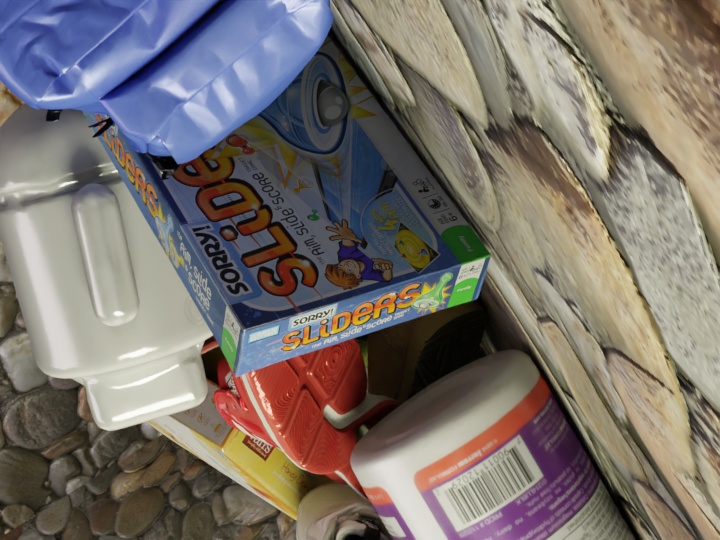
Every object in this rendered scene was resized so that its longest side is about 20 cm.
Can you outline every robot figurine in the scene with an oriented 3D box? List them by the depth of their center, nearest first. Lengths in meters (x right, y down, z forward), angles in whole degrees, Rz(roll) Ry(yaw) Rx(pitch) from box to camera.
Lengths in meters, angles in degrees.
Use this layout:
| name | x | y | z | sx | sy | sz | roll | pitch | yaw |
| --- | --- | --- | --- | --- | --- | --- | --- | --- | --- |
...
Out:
| name | x | y | z | sx | sy | sz | roll | pitch | yaw |
| --- | --- | --- | --- | --- | --- | --- | --- | --- | --- |
| robot figurine | -0.140 | -0.018 | 0.858 | 0.170 | 0.112 | 0.202 | -149 | 44 | -76 |

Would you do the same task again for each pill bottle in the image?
| name | x | y | z | sx | sy | sz | roll | pitch | yaw |
| --- | --- | --- | --- | --- | --- | --- | --- | --- | --- |
| pill bottle | 0.089 | 0.153 | 0.810 | 0.201 | 0.111 | 0.111 | 59 | 177 | -5 |

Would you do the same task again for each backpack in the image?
| name | x | y | z | sx | sy | sz | roll | pitch | yaw |
| --- | --- | --- | --- | --- | --- | --- | --- | --- | --- |
| backpack | -0.102 | -0.133 | 0.673 | 0.169 | 0.162 | 0.200 | 56 | 176 | -11 |

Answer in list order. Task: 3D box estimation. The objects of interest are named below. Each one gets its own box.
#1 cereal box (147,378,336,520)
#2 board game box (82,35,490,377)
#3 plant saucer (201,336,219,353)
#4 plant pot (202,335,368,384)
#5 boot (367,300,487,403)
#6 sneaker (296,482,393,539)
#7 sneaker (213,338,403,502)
| name | x | y | z | sx | sy | sz | roll | pitch | yaw |
| --- | --- | --- | --- | --- | --- | --- | --- | --- | --- |
| cereal box | -0.105 | 0.101 | 1.032 | 0.199 | 0.040 | 0.144 | 23 | 163 | 44 |
| board game box | -0.044 | -0.049 | 0.765 | 0.201 | 0.134 | 0.035 | 55 | 148 | 32 |
| plant saucer | -0.096 | -0.052 | 0.938 | 0.037 | 0.198 | 0.202 | 5 | -114 | -56 |
| plant pot | -0.082 | 0.001 | 1.064 | 0.200 | 0.187 | 0.187 | 50 | 174 | 19 |
| boot | 0.000 | 0.000 | 0.962 | 0.201 | 0.066 | 0.176 | 55 | 147 | 29 |
| sneaker | 0.002 | 0.163 | 0.884 | 0.200 | 0.074 | 0.082 | -132 | 19 | -67 |
| sneaker | -0.052 | 0.066 | 0.846 | 0.115 | 0.079 | 0.200 | 14 | 155 | 30 |
